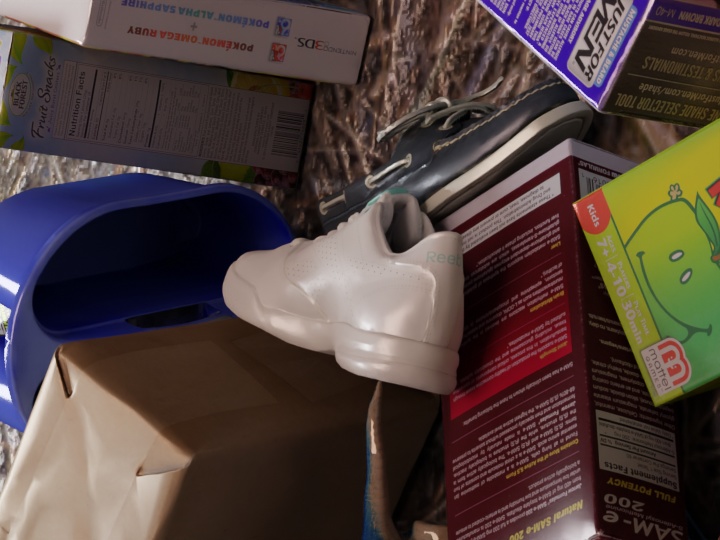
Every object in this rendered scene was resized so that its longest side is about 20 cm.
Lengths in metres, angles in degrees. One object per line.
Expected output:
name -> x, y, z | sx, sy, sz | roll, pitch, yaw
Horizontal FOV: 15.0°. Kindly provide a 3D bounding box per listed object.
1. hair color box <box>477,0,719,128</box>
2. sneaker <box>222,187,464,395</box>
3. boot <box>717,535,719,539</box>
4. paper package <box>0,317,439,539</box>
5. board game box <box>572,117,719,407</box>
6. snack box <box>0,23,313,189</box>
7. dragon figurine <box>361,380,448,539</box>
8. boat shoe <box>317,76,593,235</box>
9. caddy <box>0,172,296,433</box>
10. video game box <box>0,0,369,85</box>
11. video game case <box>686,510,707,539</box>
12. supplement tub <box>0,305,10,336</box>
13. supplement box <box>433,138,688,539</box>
hair color box -> 0.106, -0.141, 1.266 | 0.200, 0.109, 0.065 | 49, 123, 42
sneaker -> 0.000, 0.000, 1.339 | 0.200, 0.075, 0.089 | 19, 96, 60
boot -> 0.187, 0.116, 1.103 | 0.200, 0.072, 0.167 | -93, 25, -75
paper package -> -0.083, 0.128, 1.392 | 0.103, 0.199, 0.191 | 37, 116, 30
board game box -> 0.189, -0.024, 1.178 | 0.200, 0.047, 0.102 | -31, 77, 46
snack box -> -0.155, -0.096, 1.522 | 0.168, 0.199, 0.068 | 14, 97, 51
dragon figurine -> 0.013, 0.153, 1.320 | 0.099, 0.059, 0.201 | -2, 119, 54
boat shoe -> 0.042, -0.052, 1.371 | 0.200, 0.075, 0.062 | -40, 66, 52
caddy -> -0.117, 0.025, 1.437 | 0.105, 0.199, 0.142 | 15, 110, 45
video game box -> -0.125, -0.150, 1.504 | 0.200, 0.181, 0.047 | 23, 106, 51
video game case -> 0.124, 0.180, 1.279 | 0.143, 0.018, 0.200 | -58, 45, 29
supplement tub -> -0.183, 0.022, 1.606 | 0.199, 0.122, 0.123 | -15, 74, 50
supplement box -> 0.091, 0.053, 1.274 | 0.109, 0.061, 0.201 | -32, 50, 46
